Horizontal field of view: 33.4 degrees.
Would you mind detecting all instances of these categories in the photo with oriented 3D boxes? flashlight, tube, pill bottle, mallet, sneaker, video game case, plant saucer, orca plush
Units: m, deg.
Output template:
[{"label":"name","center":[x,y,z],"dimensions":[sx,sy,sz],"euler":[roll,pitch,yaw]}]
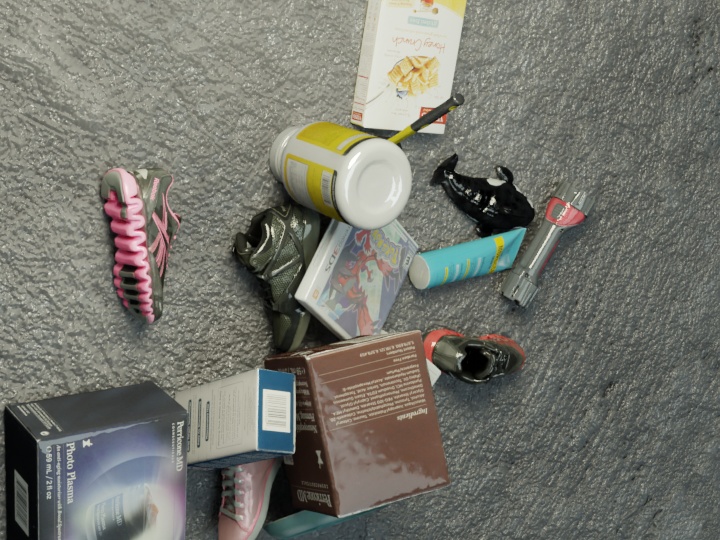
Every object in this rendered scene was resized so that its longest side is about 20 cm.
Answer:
[{"label":"flashlight","center":[0.288,-0.037,1.856],"dimensions":[0.067,0.068,0.202],"euler":[29,91,-13]},{"label":"tube","center":[0.162,-0.016,1.782],"dimensions":[0.198,0.051,0.078],"euler":[-14,142,-34]},{"label":"pill bottle","center":[-0.032,-0.126,1.510],"dimensions":[0.111,0.199,0.114],"euler":[-12,112,-31]},{"label":"mallet","center":[0.075,-0.185,1.584],"dimensions":[0.065,0.199,0.042],"euler":[2,72,-44]},{"label":"sneaker","center":[-0.254,-0.034,1.471],"dimensions":[0.095,0.078,0.203],"euler":[-22,118,-41]},{"label":"video game case","center":[0.000,0.000,1.631],"dimensions":[0.184,0.023,0.200],"euler":[-65,146,-14]},{"label":"sneaker","center":[-0.168,0.276,1.622],"dimensions":[0.104,0.075,0.202],"euler":[29,80,-42]},{"label":"sneaker","center":[-0.119,0.012,1.576],"dimensions":[0.113,0.076,0.202],"euler":[-3,108,-27]},{"label":"plant saucer","center":[-0.038,0.339,1.671],"dimensions":[0.198,0.200,0.028],"euler":[-10,74,-32]},{"label":"sneaker","center":[0.187,0.136,1.815],"dimensions":[0.199,0.098,0.072],"euler":[9,98,-38]},{"label":"orca plush","center":[0.198,-0.109,1.760],"dimensions":[0.200,0.071,0.106],"euler":[40,81,-37]}]

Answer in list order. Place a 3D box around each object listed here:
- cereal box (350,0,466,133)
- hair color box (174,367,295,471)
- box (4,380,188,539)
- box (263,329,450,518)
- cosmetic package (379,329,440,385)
[{"label":"cereal box","center":[0.066,-0.290,1.628],"dimensions":[0.142,0.039,0.203],"euler":[-1,105,-35]},{"label":"hair color box","center":[-0.161,0.191,1.509],"dimensions":[0.060,0.199,0.101],"euler":[13,69,-37]},{"label":"box","center":[-0.323,0.261,1.480],"dimensions":[0.196,0.123,0.203],"euler":[-8,110,-34]},{"label":"box","center":[-0.007,0.191,1.531],"dimensions":[0.162,0.166,0.203],"euler":[-11,89,-25]},{"label":"cosmetic package","center":[0.009,0.189,1.698],"dimensions":[0.081,0.113,0.201],"euler":[40,82,-36]}]
